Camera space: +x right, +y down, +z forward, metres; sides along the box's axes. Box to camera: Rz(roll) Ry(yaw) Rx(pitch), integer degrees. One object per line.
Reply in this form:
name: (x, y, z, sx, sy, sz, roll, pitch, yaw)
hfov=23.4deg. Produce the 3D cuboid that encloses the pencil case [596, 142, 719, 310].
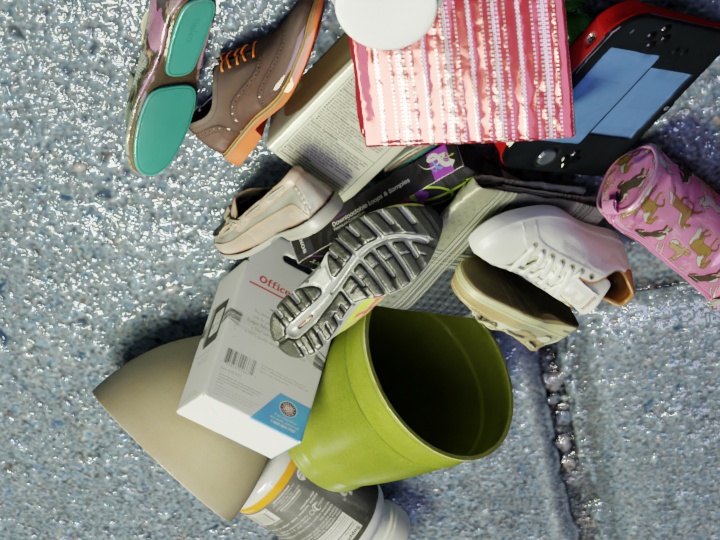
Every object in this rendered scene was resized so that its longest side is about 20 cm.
pencil case: (0.317, -0.040, 1.687, 0.200, 0.087, 0.083, 36, 129, -28)

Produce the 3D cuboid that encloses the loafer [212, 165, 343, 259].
loafer: (-0.091, -0.062, 1.678, 0.063, 0.072, 0.200, 50, 149, -17)

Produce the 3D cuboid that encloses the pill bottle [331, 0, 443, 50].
pill bottle: (0.023, -0.272, 1.447, 0.112, 0.201, 0.113, 1, 129, 2)

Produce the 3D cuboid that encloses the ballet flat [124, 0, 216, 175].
ballet flat: (-0.185, -0.187, 1.612, 0.069, 0.071, 0.201, -9, 130, -38)

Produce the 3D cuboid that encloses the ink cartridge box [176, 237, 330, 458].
ink cartridge box: (-0.096, 0.072, 1.754, 0.115, 0.201, 0.067, 28, 147, -19)

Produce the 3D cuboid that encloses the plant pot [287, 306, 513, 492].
plant pot: (0.021, 0.138, 1.797, 0.200, 0.201, 0.193, 35, 134, -23)

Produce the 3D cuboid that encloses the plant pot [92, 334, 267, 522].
plant pot: (-0.163, 0.146, 1.821, 0.135, 0.200, 0.200, -47, 119, -5)

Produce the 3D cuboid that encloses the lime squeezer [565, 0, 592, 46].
lime squeezer: (0.198, -0.218, 1.572, 0.038, 0.071, 0.200, -21, 149, -2)

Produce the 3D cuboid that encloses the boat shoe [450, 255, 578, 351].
boat shoe: (0.143, 0.039, 1.713, 0.063, 0.073, 0.200, -40, 152, 20)

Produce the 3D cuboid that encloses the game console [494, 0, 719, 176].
game console: (0.231, -0.161, 1.586, 0.176, 0.031, 0.200, 6, 137, -43)

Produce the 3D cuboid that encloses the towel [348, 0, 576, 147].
towel: (0.086, -0.180, 1.521, 0.198, 0.023, 0.146, -1, 117, 15)

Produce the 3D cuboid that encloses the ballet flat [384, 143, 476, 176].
ballet flat: (0.105, -0.150, 1.636, 0.199, 0.064, 0.067, -25, 163, 21)

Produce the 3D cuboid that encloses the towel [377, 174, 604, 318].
towel: (0.124, -0.024, 1.704, 0.192, 0.035, 0.200, 8, 139, -39)

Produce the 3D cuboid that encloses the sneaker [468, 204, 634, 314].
sneaker: (0.193, -0.007, 1.659, 0.199, 0.085, 0.073, 8, 140, -38)

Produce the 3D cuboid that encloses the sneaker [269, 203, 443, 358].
sneaker: (0.000, 0.000, 1.649, 0.200, 0.090, 0.078, -37, 88, 21)

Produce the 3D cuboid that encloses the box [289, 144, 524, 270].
box: (0.049, -0.049, 1.690, 0.199, 0.036, 0.143, -29, 154, 24)

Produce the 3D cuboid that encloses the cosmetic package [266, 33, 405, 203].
cosmetic package: (0.013, -0.167, 1.614, 0.105, 0.071, 0.200, 36, 122, -22)

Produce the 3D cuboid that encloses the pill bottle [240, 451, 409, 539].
pill bottle: (-0.047, 0.257, 1.931, 0.200, 0.117, 0.116, 37, 122, -25)

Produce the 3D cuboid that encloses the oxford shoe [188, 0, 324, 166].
oxford shoe: (-0.098, -0.183, 1.611, 0.072, 0.071, 0.200, 28, 125, -12)
